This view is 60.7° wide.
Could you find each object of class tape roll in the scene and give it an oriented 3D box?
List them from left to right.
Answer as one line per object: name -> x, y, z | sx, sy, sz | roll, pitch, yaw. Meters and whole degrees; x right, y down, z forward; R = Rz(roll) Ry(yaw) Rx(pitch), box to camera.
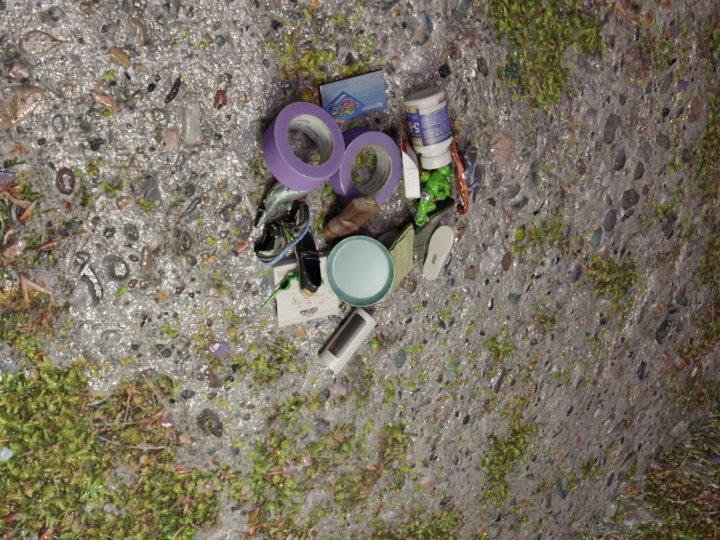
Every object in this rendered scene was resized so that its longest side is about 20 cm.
tape roll -> -0.142, -0.311, 1.548 | 0.195, 0.084, 0.206 | 9, 72, -29
tape roll -> 0.011, -0.286, 1.698 | 0.195, 0.085, 0.206 | -12, 114, -26

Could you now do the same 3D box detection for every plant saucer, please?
plant saucer -> 0.000, 0.000, 1.740 | 0.193, 0.027, 0.207 | 1, 106, 5

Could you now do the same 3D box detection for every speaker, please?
speaker -> -0.039, 0.211, 1.869 | 0.201, 0.081, 0.081 | -51, 125, -4

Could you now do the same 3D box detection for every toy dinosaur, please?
toy dinosaur -> 0.300, -0.268, 1.866 | 0.196, 0.104, 0.188 | 10, 87, -41

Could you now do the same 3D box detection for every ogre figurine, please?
ogre figurine -> 0.221, -0.241, 1.820 | 0.198, 0.099, 0.121 | -37, 158, -13

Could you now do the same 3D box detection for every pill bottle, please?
pill bottle -> 0.199, -0.402, 1.750 | 0.117, 0.119, 0.205 | -25, 116, -20

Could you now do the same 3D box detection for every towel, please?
towel -> 0.114, -0.030, 1.831 | 0.149, 0.036, 0.203 | -49, 155, -32

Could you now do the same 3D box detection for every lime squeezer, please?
lime squeezer -> -0.191, 0.041, 1.693 | 0.196, 0.038, 0.072 | -24, 147, -23

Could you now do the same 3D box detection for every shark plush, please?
shark plush -> -0.205, -0.184, 1.604 | 0.200, 0.091, 0.084 | -44, 95, -3

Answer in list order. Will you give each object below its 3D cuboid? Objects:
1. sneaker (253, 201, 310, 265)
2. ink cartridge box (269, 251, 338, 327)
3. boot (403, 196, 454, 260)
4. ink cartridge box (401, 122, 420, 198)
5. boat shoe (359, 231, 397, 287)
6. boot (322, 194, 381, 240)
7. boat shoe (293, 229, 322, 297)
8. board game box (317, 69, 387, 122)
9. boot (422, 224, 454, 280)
sneaker -> -0.208, -0.104, 1.646 | 0.200, 0.071, 0.083 | -48, 141, -4
ink cartridge box -> -0.157, 0.052, 1.756 | 0.195, 0.044, 0.182 | -11, 112, -27
boot -> 0.219, -0.132, 1.917 | 0.198, 0.067, 0.132 | -37, 135, -14
ink cartridge box -> 0.139, -0.326, 1.725 | 0.046, 0.161, 0.206 | -3, 115, 5
boat shoe -> 0.043, -0.031, 1.834 | 0.071, 0.069, 0.203 | 39, 65, -19
boot -> 0.013, -0.136, 1.702 | 0.182, 0.199, 0.066 | 10, 61, -32
boat shoe -> -0.138, -0.030, 1.672 | 0.073, 0.062, 0.206 | 12, 62, -36
board game box -> -0.019, -0.468, 1.660 | 0.196, 0.019, 0.106 | -21, 116, -23
boot -> 0.258, -0.067, 1.923 | 0.090, 0.072, 0.203 | -29, 148, -45
